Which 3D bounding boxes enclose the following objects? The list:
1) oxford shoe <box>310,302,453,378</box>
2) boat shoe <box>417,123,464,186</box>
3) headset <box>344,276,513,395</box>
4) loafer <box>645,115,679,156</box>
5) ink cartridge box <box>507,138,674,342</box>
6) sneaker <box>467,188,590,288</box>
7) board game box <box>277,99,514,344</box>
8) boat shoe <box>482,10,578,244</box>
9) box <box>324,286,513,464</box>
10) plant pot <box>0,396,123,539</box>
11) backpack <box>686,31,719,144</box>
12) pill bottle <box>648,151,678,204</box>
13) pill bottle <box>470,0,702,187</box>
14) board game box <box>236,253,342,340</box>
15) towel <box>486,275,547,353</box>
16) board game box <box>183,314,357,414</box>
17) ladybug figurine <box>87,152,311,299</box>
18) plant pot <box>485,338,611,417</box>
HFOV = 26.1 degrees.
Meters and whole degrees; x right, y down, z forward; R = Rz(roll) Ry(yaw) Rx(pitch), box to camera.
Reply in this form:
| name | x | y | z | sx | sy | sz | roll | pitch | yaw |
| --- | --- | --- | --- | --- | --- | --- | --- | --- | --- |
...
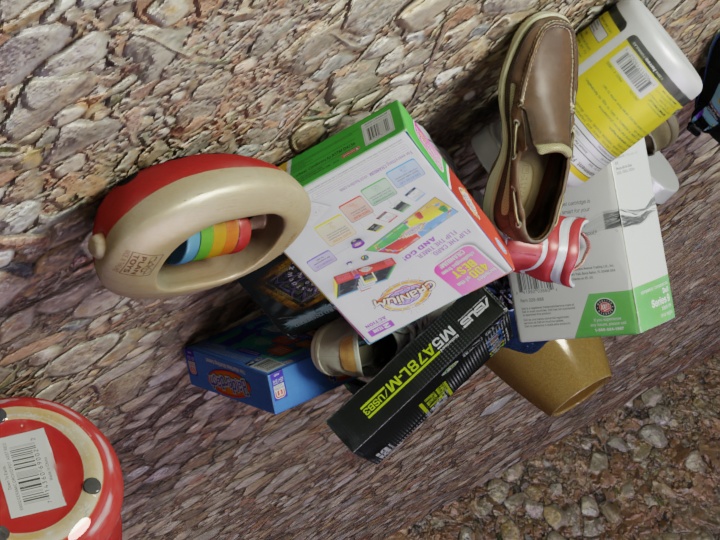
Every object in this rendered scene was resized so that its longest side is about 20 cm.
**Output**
| name | x | y | z | sx | sy | sz | roll | pitch | yaw |
| --- | --- | --- | --- | --- | --- | --- | --- | --- | --- |
| oxford shoe | 0.040 | 0.056 | 1.488 | 0.058 | 0.075 | 0.200 | 6 | -160 | 44 |
| boat shoe | 0.051 | -0.081 | 1.419 | 0.072 | 0.066 | 0.200 | -36 | 163 | 10 |
| headset | 0.065 | 0.062 | 1.633 | 0.199 | 0.124 | 0.094 | -20 | 136 | 0 |
| loafer | 0.279 | -0.171 | 1.593 | 0.067 | 0.076 | 0.200 | -33 | 154 | 1 |
| ink cartridge box | 0.222 | -0.037 | 1.560 | 0.146 | 0.201 | 0.084 | -6 | -173 | 40 |
| sneaker | 0.156 | -0.031 | 1.503 | 0.112 | 0.071 | 0.200 | 9 | -170 | -7 |
| board game box | 0.019 | -0.035 | 1.320 | 0.153 | 0.040 | 0.200 | -27 | 133 | 15 |
| boat shoe | 0.160 | -0.119 | 1.340 | 0.075 | 0.075 | 0.203 | -4 | 114 | -22 |
| box | 0.061 | 0.103 | 1.489 | 0.193 | 0.048 | 0.200 | -45 | 168 | -3 |
| plant pot | -0.311 | 0.225 | 1.390 | 0.200 | 0.201 | 0.183 | -25 | 154 | -27 |
| backpack | 0.465 | -0.198 | 1.697 | 0.134 | 0.183 | 0.200 | -37 | 154 | -18 |
| pill bottle | 0.254 | -0.065 | 1.758 | 0.200 | 0.116 | 0.116 | -42 | 161 | 27 |
| pill bottle | 0.205 | -0.150 | 1.432 | 0.200 | 0.113 | 0.112 | -38 | 163 | 17 |
| board game box | -0.009 | -0.019 | 1.384 | 0.200 | 0.028 | 0.135 | -24 | 138 | 11 |
| towel | 0.127 | 0.039 | 1.741 | 0.199 | 0.049 | 0.112 | 16 | 144 | -15 |
| board game box | -0.053 | 0.076 | 1.557 | 0.200 | 0.045 | 0.152 | -22 | -159 | -33 |
| ladybug figurine | -0.127 | -0.039 | 1.183 | 0.200 | 0.072 | 0.136 | -10 | 148 | -47 |
| plant pot | 0.223 | 0.077 | 1.958 | 0.186 | 0.200 | 0.186 | -31 | 164 | -10 |
